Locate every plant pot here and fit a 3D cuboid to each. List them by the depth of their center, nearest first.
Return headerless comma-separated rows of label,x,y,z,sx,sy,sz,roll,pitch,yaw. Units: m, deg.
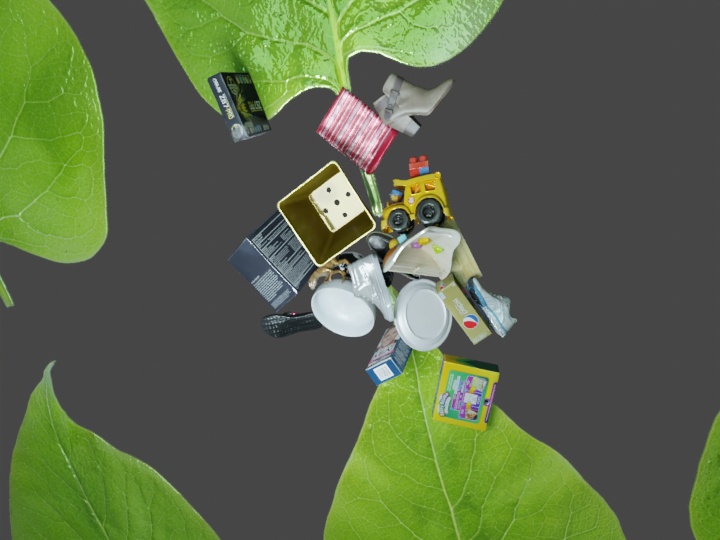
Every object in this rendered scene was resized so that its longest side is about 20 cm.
plant pot,-0.079,-0.169,1.444,0.197,0.177,0.203,-32,102,16

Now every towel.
towel,-0.010,-0.378,1.452,0.198,0.023,0.146,37,107,-4

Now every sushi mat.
sushi mat,0.267,-0.047,1.520,0.094,0.012,0.204,-26,102,13

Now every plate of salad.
plate of salad,0.179,0.128,1.533,0.194,0.048,0.208,4,82,-25

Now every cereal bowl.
cereal bowl,-0.042,0.095,1.552,0.193,0.085,0.204,13,137,12

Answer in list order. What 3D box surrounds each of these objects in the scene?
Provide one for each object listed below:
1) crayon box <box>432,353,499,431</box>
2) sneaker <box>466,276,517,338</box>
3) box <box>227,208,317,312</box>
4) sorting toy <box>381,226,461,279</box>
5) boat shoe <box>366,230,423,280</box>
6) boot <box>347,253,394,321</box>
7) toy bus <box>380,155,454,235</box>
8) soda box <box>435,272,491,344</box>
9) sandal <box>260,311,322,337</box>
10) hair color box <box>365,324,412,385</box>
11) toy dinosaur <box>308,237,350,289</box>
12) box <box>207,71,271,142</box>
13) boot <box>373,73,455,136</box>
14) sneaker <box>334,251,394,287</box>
crayon box,0.318,0.373,1.620,0.167,0.058,0.207,11,108,6
sneaker,0.380,0.089,1.524,0.086,0.075,0.202,-37,104,-1
box,-0.228,-0.036,1.484,0.199,0.201,0.122,47,128,-8
sorting toy,0.176,-0.064,1.418,0.194,0.110,0.180,6,155,-24
boat shoe,0.102,-0.043,1.517,0.196,0.065,0.074,31,110,-1
boot,0.027,0.058,1.449,0.093,0.074,0.206,-18,109,1
toy bus,0.143,-0.202,1.435,0.193,0.135,0.199,-11,88,13
soda box,0.296,0.110,1.527,0.063,0.068,0.202,-33,106,16
sandal,-0.211,0.160,1.641,0.193,0.045,0.078,-5,113,-6
hair color box,0.095,0.229,1.521,0.099,0.201,0.061,-31,103,33
toy dinosaur,-0.076,-0.025,1.469,0.104,0.202,0.061,29,139,4
box,-0.310,-0.428,1.384,0.048,0.201,0.166,-16,105,14
boot,0.131,-0.459,1.384,0.146,0.070,0.201,41,108,-3
sneaker,0.000,0.000,1.520,0.193,0.112,0.076,9,108,5
